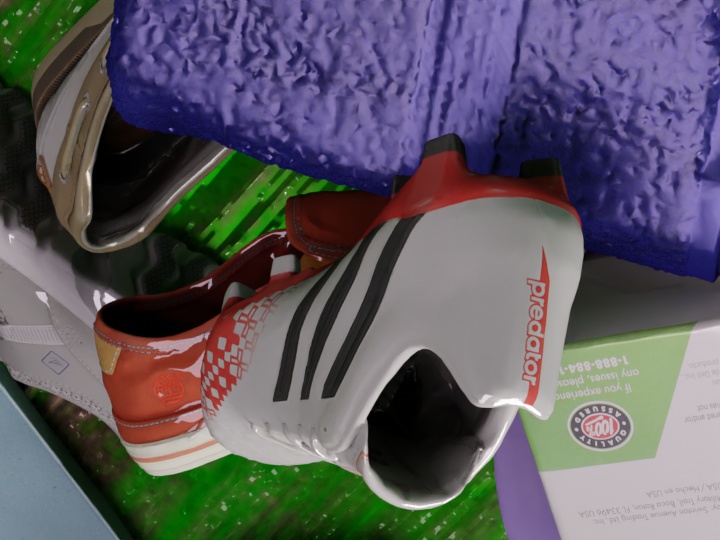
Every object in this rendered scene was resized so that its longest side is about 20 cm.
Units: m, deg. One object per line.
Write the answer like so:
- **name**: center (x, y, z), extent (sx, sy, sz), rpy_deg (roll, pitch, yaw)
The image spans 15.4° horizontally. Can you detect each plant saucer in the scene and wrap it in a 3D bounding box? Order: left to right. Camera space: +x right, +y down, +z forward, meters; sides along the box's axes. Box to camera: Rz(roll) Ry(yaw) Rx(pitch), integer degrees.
- **plant saucer**: center (-0.152, 0.063, 1.030), extent (0.070, 0.019, 0.200), rpy_deg (-29, 104, 32)

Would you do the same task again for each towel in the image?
- **towel**: center (0.029, -0.091, 0.767), extent (0.199, 0.050, 0.149), rpy_deg (15, 109, 16)

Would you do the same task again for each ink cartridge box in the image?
- **ink cartridge box**: center (0.131, 0.091, 0.798), extent (0.116, 0.067, 0.201), rpy_deg (-9, 111, 26)

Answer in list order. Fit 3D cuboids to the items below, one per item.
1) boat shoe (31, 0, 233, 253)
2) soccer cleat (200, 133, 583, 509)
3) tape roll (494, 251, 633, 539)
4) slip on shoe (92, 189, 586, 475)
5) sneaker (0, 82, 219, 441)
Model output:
- **boat shoe**: center (-0.041, -0.081, 0.864), extent (0.074, 0.069, 0.200), rpy_deg (14, 137, -28)
- **soccer cleat**: center (0.003, 0.034, 0.767), extent (0.068, 0.086, 0.200), rpy_deg (12, 154, -23)
- **tape roll**: center (0.149, 0.057, 0.864), extent (0.199, 0.085, 0.201), rpy_deg (10, 120, 17)
- **slip on shoe**: center (0.000, 0.000, 0.877), extent (0.199, 0.074, 0.061), rpy_deg (-26, 108, 11)
- **sneaker**: center (-0.126, 0.001, 0.951), extent (0.200, 0.075, 0.082), rpy_deg (41, 122, -3)
